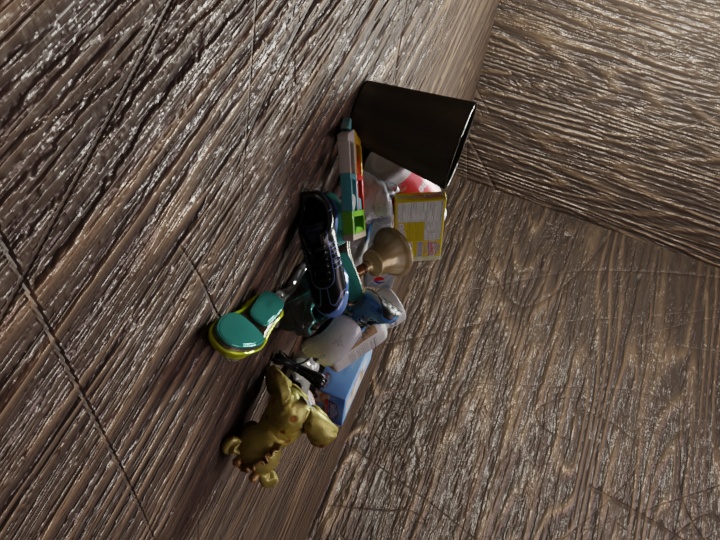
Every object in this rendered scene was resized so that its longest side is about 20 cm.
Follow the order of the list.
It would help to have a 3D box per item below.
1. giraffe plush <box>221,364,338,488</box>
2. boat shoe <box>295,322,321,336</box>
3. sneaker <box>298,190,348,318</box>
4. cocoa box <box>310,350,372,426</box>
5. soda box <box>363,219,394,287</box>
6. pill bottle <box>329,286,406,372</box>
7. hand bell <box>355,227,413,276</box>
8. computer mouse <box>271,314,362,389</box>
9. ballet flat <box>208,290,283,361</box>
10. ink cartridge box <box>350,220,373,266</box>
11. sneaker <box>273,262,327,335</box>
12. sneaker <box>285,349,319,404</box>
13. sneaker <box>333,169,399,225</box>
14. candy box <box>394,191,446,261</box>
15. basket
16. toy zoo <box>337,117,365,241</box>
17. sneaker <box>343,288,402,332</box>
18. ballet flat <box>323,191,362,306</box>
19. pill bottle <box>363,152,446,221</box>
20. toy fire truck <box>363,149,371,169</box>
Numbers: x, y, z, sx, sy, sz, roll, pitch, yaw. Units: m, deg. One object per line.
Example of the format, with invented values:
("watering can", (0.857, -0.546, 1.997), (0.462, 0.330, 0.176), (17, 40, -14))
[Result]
("giraffe plush", (-0.148, 0.282, 1.133), (0.162, 0.172, 0.200), (-46, 178, -8))
("boat shoe", (-0.089, 0.088, 1.264), (0.200, 0.071, 0.061), (-30, 124, -87))
("sneaker", (-0.065, -0.027, 1.036), (0.078, 0.069, 0.203), (18, 63, -71))
("cocoa box", (-0.060, 0.232, 1.536), (0.134, 0.129, 0.201), (98, 15, -52))
("soda box", (0.038, -0.060, 1.476), (0.064, 0.067, 0.202), (98, -8, -52))
("pill bottle", (-0.003, 0.124, 1.445), (0.199, 0.115, 0.115), (-33, 159, -14))
("hand bell", (0.000, 0.000, 1.252), (0.199, 0.104, 0.105), (-29, 145, -39))
("computer mouse", (-0.071, 0.143, 1.145), (0.200, 0.109, 0.044), (-45, -167, 43))
("ballet flat", (-0.159, 0.087, 0.890), (0.067, 0.067, 0.200), (-50, 179, 19))
("ink cartridge box", (-0.036, -0.009, 1.374), (0.116, 0.066, 0.202), (-60, 166, -51))
("sneaker", (-0.089, 0.054, 1.120), (0.200, 0.090, 0.078), (-56, 164, -58))
("sneaker", (-0.142, 0.266, 1.362), (0.092, 0.075, 0.203), (-43, 145, -55))
("sneaker", (-0.006, -0.095, 1.222), (0.075, 0.113, 0.203), (70, 41, -75))
("candy box", (0.118, -0.085, 1.332), (0.201, 0.100, 0.027), (87, -2, -55))
("basket", (0.090, -0.258, 1.180), (0.137, 0.197, 0.182), (96, 18, -60))
("toy zoo", (-0.015, -0.156, 1.111), (0.131, 0.020, 0.204), (-32, 120, -79))
("sneaker", (0.005, 0.092, 1.180), (0.199, 0.078, 0.091), (-12, -133, 63))
("ballet flat", (-0.051, -0.034, 1.144), (0.070, 0.065, 0.203), (-11, 87, -36))
("pill bottle", (0.099, -0.166, 1.342), (0.200, 0.111, 0.113), (46, 59, -44))
("toy fire truck", (0.060, -0.227, 1.411), (0.167, 0.111, 0.203), (-20, 131, -54))
